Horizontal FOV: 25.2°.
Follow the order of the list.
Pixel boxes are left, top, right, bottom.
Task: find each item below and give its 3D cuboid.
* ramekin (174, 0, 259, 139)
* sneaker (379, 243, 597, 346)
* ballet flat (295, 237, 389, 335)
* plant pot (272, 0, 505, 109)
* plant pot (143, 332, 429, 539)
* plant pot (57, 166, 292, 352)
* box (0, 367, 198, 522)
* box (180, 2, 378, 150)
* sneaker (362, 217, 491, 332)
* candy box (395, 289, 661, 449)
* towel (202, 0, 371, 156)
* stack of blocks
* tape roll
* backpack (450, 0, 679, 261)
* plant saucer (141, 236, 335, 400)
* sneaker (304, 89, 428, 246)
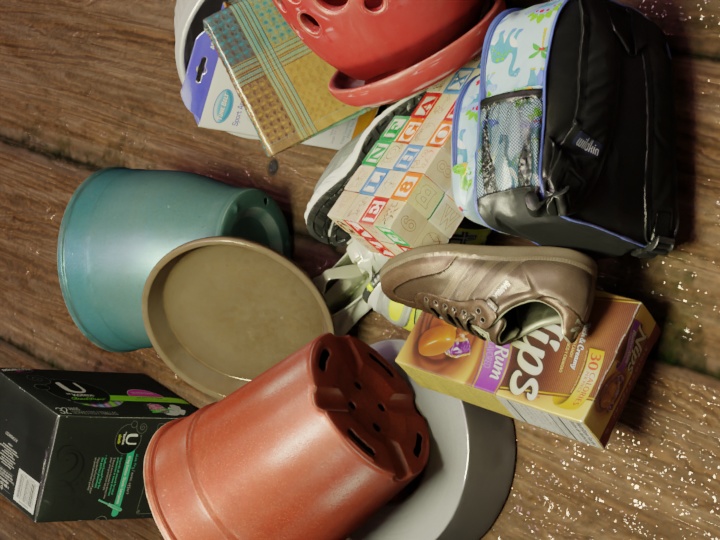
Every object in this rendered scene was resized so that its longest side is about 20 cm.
[{"bbox_3d":[-0.094,-0.243,1.611,0.201,0.199,0.105,-60,31,23],"label":"ramekin"},{"bbox_3d":[0.098,0.024,1.340,0.199,0.070,0.076,-4,62,32],"label":"sneaker"},{"bbox_3d":[0.000,0.000,1.572,0.200,0.069,0.070,-47,54,32],"label":"ballet flat"},{"bbox_3d":[0.024,-0.260,1.424,0.200,0.200,0.183,-10,118,46],"label":"plant pot"},{"bbox_3d":[-0.055,0.169,1.436,0.195,0.200,0.202,-39,58,28],"label":"plant pot"},{"bbox_3d":[-0.181,-0.014,1.691,0.187,0.200,0.201,-2,83,31],"label":"plant pot"},{"bbox_3d":[-0.294,0.190,1.766,0.148,0.199,0.125,25,105,45],"label":"box"},{"bbox_3d":[-0.075,-0.187,1.567,0.042,0.199,0.120,-113,38,-54],"label":"box"},{"bbox_3d":[0.090,-0.025,1.489,0.076,0.075,0.200,42,112,0],"label":"sneaker"},{"bbox_3d":[0.141,0.064,1.370,0.199,0.056,0.117,16,70,37],"label":"candy box"},{"bbox_3d":[-0.033,-0.212,1.520,0.147,0.199,0.022,63,161,-5],"label":"towel"},{"bbox_3d":[0.069,-0.108,1.446,0.201,0.059,0.115,-56,28,-10],"label":"stack of blocks"},{"bbox_3d":[0.050,0.165,1.498,0.200,0.066,0.202,-8,79,47],"label":"tape roll"},{"bbox_3d":[0.165,-0.119,1.324,0.147,0.182,0.201,-6,74,46],"label":"backpack"},{"bbox_3d":[-0.118,0.048,1.589,0.200,0.200,0.030,-45,13,34],"label":"plant saucer"},{"bbox_3d":[0.016,-0.114,1.567,0.200,0.074,0.080,-43,27,26],"label":"sneaker"}]
